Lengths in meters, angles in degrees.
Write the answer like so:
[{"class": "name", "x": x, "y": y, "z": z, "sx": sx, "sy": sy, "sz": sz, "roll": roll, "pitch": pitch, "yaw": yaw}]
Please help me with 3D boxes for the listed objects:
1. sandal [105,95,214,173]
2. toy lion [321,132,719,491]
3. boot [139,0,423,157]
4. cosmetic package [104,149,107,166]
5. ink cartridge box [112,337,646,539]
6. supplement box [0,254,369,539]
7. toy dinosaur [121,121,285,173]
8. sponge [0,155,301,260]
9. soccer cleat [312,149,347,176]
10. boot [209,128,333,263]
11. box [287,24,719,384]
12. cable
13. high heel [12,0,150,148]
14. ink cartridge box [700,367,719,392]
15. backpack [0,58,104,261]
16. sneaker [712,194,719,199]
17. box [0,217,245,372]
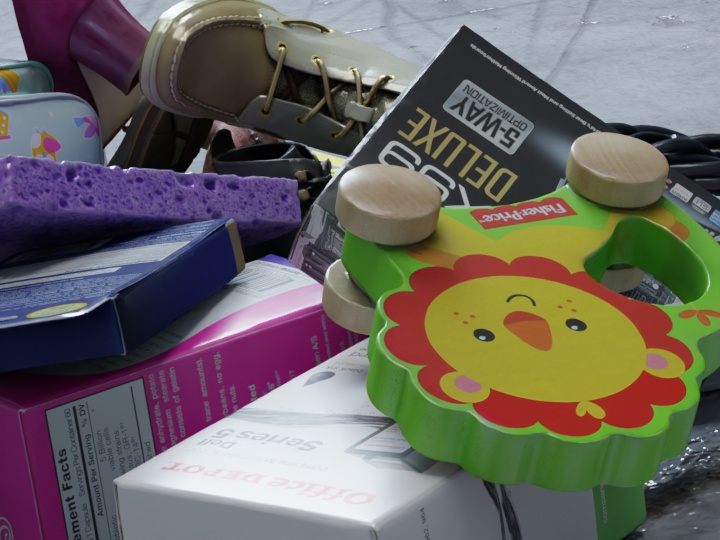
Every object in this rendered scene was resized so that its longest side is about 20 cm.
[{"class": "sandal", "x": -0.146, "y": -0.042, "z": 1.667, "sx": 0.054, "sy": 0.201, "sz": 0.080, "roll": 40, "pitch": 33, "yaw": 18}, {"class": "toy lion", "x": 0.085, "y": 0.023, "z": 1.254, "sx": 0.199, "sy": 0.069, "sz": 0.192, "roll": -10, "pitch": 38, "yaw": -30}, {"class": "boot", "x": -0.011, "y": -0.093, "z": 1.585, "sx": 0.154, "sy": 0.072, "sz": 0.200, "roll": 26, "pitch": 12, "yaw": 35}, {"class": "cosmetic package", "x": -0.297, "y": -0.053, "z": 1.864, "sx": 0.199, "sy": 0.124, "sz": 0.199, "roll": -21, "pitch": 21, "yaw": -39}, {"class": "ink cartridge box", "x": 0.011, "y": 0.103, "z": 1.265, "sx": 0.145, "sy": 0.085, "sz": 0.200, "roll": 5, "pitch": 21, "yaw": 36}, {"class": "supplement box", "x": -0.093, "y": 0.073, "z": 1.386, "sx": 0.199, "sy": 0.104, "sz": 0.101, "roll": -17, "pitch": 18, "yaw": -30}, {"class": "toy dinosaur", "x": -0.053, "y": -0.044, "z": 1.674, "sx": 0.086, "sy": 0.200, "sz": 0.136, "roll": -39, "pitch": -15, "yaw": -15}, {"class": "sponge", "x": -0.138, "y": -0.028, "z": 1.458, "sx": 0.111, "sy": 0.030, "sz": 0.199, "roll": -15, "pitch": -13, "yaw": 42}, {"class": "soccer cleat", "x": 0.004, "y": -0.048, "z": 1.801, "sx": 0.199, "sy": 0.065, "sz": 0.084, "roll": -10, "pitch": 19, "yaw": -7}, {"class": "boot", "x": 0.000, "y": 0.000, "z": 1.516, "sx": 0.199, "sy": 0.139, "sz": 0.077, "roll": 4, "pitch": 21, "yaw": 33}, {"class": "box", "x": 0.087, "y": -0.009, "z": 1.397, "sx": 0.200, "sy": 0.050, "sz": 0.158, "roll": 35, "pitch": 48, "yaw": 6}, {"class": "cable", "x": 0.181, "y": -0.066, "z": 1.708, "sx": 0.199, "sy": 0.051, "sz": 0.163, "roll": 10, "pitch": -1, "yaw": 6}, {"class": "high heel", "x": -0.168, "y": -0.122, "z": 1.649, "sx": 0.067, "sy": 0.096, "sz": 0.200, "roll": -50, "pitch": 0, "yaw": -26}, {"class": "ink cartridge box", "x": 0.198, "y": 0.008, "z": 1.552, "sx": 0.161, "sy": 0.050, "sz": 0.200, "roll": -9, "pitch": 20, "yaw": -3}, {"class": "backpack", "x": -0.228, "y": -0.011, "z": 1.558, "sx": 0.153, "sy": 0.201, "sz": 0.175, "roll": 9, "pitch": 11, "yaw": 35}, {"class": "sneaker", "x": 0.136, "y": -0.038, "z": 1.536, "sx": 0.199, "sy": 0.082, "sz": 0.074, "roll": -3, "pitch": 3, "yaw": -8}, {"class": "box", "x": -0.143, "y": 0.018, "z": 1.345, "sx": 0.120, "sy": 0.033, "sz": 0.200, "roll": -9, "pitch": 9, "yaw": 19}]
